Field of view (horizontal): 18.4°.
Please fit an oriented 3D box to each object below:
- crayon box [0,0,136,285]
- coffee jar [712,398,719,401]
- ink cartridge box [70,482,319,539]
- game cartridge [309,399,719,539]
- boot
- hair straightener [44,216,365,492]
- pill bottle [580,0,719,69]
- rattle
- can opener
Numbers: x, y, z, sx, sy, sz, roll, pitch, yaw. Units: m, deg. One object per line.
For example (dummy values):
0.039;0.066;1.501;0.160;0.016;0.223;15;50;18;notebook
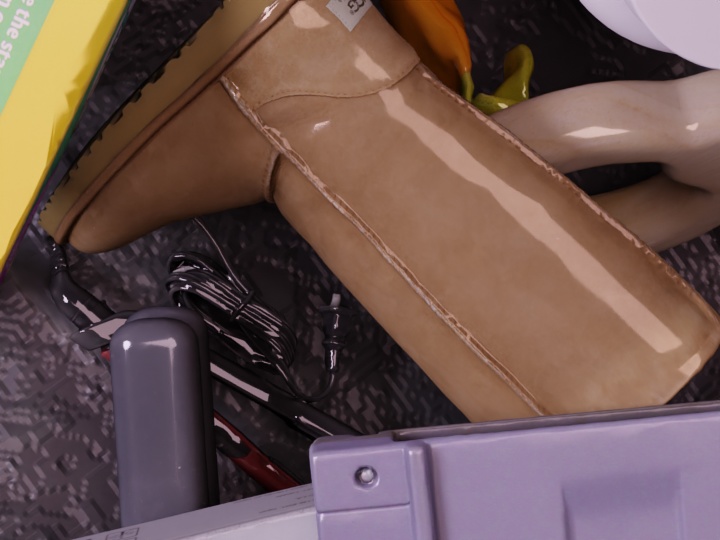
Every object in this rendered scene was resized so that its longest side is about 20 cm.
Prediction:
-0.150;-0.120;0.699;0.172;0.058;0.201;26;83;-8;crayon box
0.141;0.090;0.801;0.199;0.085;0.105;-19;72;23;coffee jar
-0.034;0.168;0.771;0.199;0.044;0.175;-13;97;1;ink cartridge box
0.088;0.110;0.724;0.199;0.038;0.131;-6;94;3;game cartridge
0.000;0.000;0.778;0.200;0.175;0.066;44;42;-6;boot
-0.035;0.037;0.851;0.200;0.041;0.077;37;82;1;hair straightener
0.110;-0.142;0.770;0.111;0.200;0.113;-3;115;-6;pill bottle
0.113;-0.078;0.826;0.199;0.130;0.144;-20;49;23;rattle
-0.084;0.115;0.812;0.066;0.053;0.201;-3;98;4;can opener
